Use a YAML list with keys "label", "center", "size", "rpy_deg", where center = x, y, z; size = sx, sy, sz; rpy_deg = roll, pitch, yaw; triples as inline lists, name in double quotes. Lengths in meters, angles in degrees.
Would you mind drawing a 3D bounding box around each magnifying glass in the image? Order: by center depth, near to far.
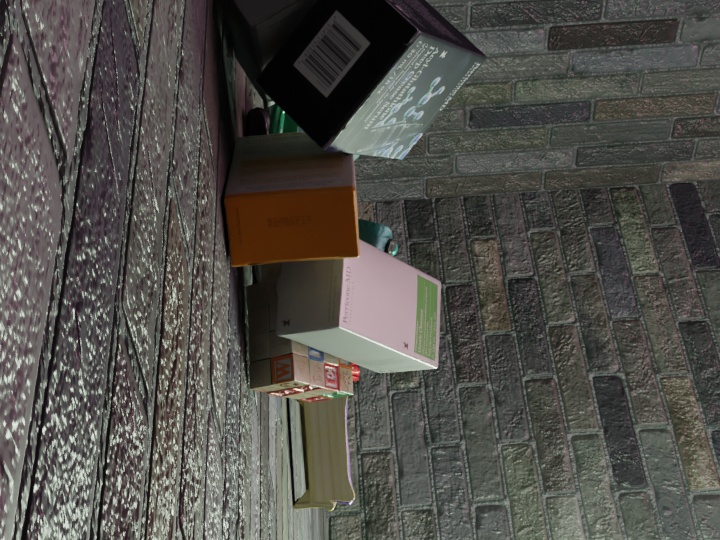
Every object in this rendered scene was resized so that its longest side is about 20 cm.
- label: "magnifying glass"
  center: [-0.097, -0.111, 1.404]
  size: [0.080, 0.022, 0.200]
  rpy_deg: [-114, -147, -56]

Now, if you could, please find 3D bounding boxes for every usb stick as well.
- label: "usb stick"
  center: [-0.119, -0.162, 1.518]
  size: [0.200, 0.033, 0.055]
  rpy_deg: [84, 4, -88]

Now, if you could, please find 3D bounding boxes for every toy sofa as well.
- label: "toy sofa"
  center: [-0.062, 0.277, 1.937]
  size: [0.083, 0.098, 0.200]
  rpy_deg: [85, 1, -86]

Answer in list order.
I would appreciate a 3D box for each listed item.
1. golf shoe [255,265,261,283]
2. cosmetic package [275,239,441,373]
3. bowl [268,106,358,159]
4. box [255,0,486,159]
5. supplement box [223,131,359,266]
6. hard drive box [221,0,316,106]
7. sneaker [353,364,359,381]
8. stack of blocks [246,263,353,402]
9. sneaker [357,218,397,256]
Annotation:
- label: "golf shoe"
  center: [-0.087, 0.056, 1.467]
  size: [0.200, 0.078, 0.097]
  rpy_deg: [85, 7, -49]
- label: "cosmetic package"
  center: [0.001, 0.038, 1.308]
  size: [0.200, 0.085, 0.108]
  rpy_deg: [25, 63, -54]
- label: "bowl"
  center: [-0.061, -0.232, 1.896]
  size: [0.201, 0.105, 0.201]
  rpy_deg: [-20, 90, -79]
- label: "box"
  center: [0.015, -0.203, 1.233]
  size: [0.107, 0.148, 0.200]
  rpy_deg: [46, 19, 15]
- label: "supplement box"
  center: [-0.066, -0.077, 1.227]
  size: [0.200, 0.126, 0.074]
  rpy_deg: [-92, 178, -66]
- label: "hard drive box"
  center: [-0.057, -0.273, 1.265]
  size: [0.077, 0.156, 0.200]
  rpy_deg: [57, -9, 13]
- label: "sneaker"
  center: [-0.059, 0.192, 2.425]
  size: [0.200, 0.115, 0.078]
  rpy_deg: [-99, -175, -85]
- label: "stack of blocks"
  center: [-0.068, 0.036, 1.339]
  size: [0.115, 0.059, 0.200]
  rpy_deg: [22, 60, -54]
- label: "sneaker"
  center: [0.000, 0.000, 1.484]
  size: [0.200, 0.084, 0.121]
  rpy_deg: [-123, -131, -80]
